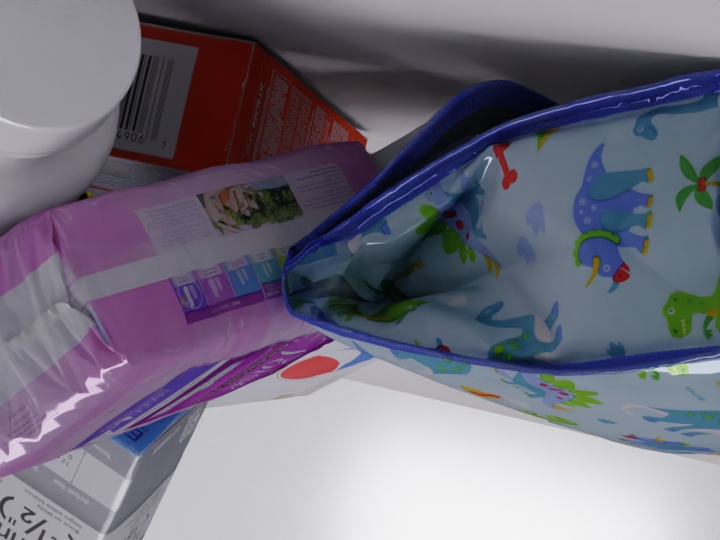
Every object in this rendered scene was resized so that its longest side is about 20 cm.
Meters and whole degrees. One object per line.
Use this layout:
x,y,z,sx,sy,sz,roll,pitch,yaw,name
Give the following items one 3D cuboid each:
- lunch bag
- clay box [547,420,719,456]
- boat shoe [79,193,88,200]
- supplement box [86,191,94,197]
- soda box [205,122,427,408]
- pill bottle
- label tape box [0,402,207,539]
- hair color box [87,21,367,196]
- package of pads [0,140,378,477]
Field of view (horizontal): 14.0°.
0.096,0.006,1.095,0.200,0.128,0.170,-13,159,35,lunch bag
0.154,0.019,1.224,0.047,0.115,0.200,17,173,-23,clay box
-0.148,-0.017,1.330,0.073,0.201,0.065,-17,178,-21,boat shoe
-0.179,-0.046,1.448,0.200,0.109,0.109,18,174,-41,supplement box
0.000,0.000,1.254,0.068,0.064,0.200,-4,164,-40,soda box
-0.158,-0.055,1.112,0.112,0.112,0.200,16,155,-23,pill bottle
-0.166,0.090,1.275,0.143,0.200,0.066,34,-142,9,label tape box
-0.076,-0.060,1.291,0.111,0.064,0.200,11,173,15,hair color box
-0.081,0.015,1.129,0.120,0.076,0.200,-31,172,36,package of pads
